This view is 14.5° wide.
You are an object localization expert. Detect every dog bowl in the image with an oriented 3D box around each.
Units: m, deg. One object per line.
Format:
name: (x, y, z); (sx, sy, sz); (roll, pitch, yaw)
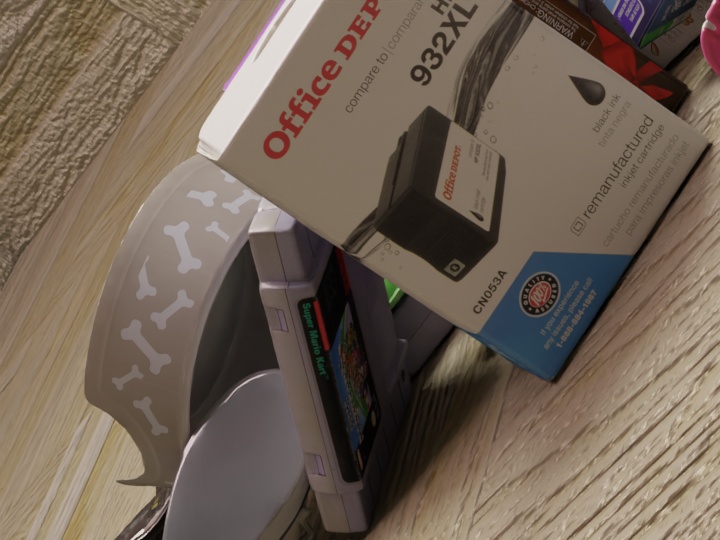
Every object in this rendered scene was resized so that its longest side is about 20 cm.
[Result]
dog bowl: (-0.080, 0.035, 1.604); (0.200, 0.059, 0.200); (-47, -34, -46)

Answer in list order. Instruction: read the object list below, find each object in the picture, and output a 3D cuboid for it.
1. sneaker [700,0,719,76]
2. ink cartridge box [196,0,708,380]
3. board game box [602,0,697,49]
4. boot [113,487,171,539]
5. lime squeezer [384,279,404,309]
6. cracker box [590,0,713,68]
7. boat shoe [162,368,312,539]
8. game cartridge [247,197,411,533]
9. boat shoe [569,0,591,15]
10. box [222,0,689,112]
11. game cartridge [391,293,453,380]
sneaker: (0.219, -0.174, 1.252); (0.200, 0.081, 0.088); (-51, 13, 23)
ink cartridge box: (0.043, -0.062, 1.377); (0.145, 0.200, 0.084); (-56, 12, 0)
board game box: (0.130, -0.207, 1.371); (0.034, 0.135, 0.200); (-33, -12, -18)
boot: (-0.122, 0.163, 1.844); (0.200, 0.069, 0.174); (-44, 12, 9)
lime squeezer: (0.000, 0.000, 1.595); (0.038, 0.071, 0.200); (-120, 32, -59)
cracker box: (0.184, -0.190, 1.515); (0.200, 0.058, 0.134); (-46, 15, 49)
boat shoe: (-0.061, 0.153, 1.555); (0.086, 0.075, 0.202); (18, -91, -67)
game cartridge: (-0.012, 0.026, 1.502); (0.130, 0.038, 0.200); (-77, -22, -53)
boat shoe: (0.064, -0.071, 1.508); (0.074, 0.073, 0.200); (-164, 83, -66)
box: (0.050, -0.093, 1.442); (0.137, 0.200, 0.039); (-57, 16, 1)
game cartridge: (0.049, -0.011, 1.657); (0.200, 0.040, 0.133); (-54, 15, 13)
